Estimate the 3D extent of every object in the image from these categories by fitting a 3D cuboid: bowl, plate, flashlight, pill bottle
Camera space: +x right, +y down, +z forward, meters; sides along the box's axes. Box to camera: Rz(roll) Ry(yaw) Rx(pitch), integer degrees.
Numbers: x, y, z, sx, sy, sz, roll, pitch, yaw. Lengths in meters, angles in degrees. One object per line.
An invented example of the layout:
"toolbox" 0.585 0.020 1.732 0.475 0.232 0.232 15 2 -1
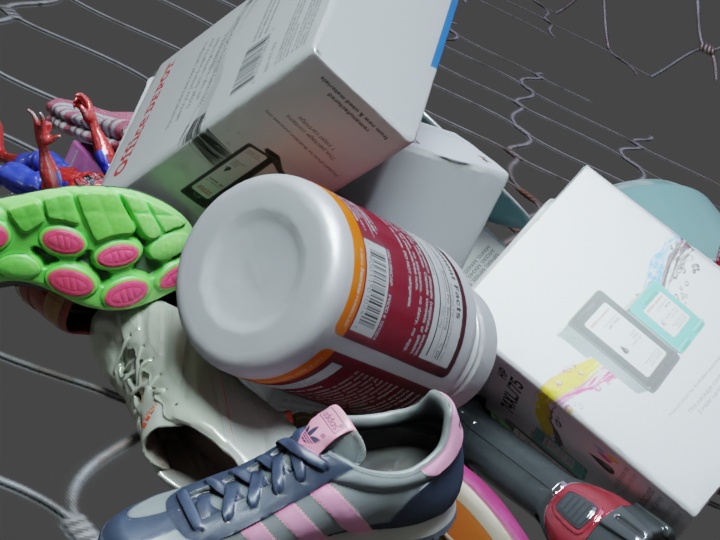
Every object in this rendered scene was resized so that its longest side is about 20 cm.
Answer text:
"bowl" 0.228 -0.003 1.472 0.201 0.201 0.105 13 54 -40
"plate" 0.048 -0.089 1.309 0.200 0.026 0.200 43 2 -1
"flashlight" 0.110 0.140 1.155 0.068 0.068 0.200 -5 30 -43
"pill bottle" -0.005 0.024 1.026 0.113 0.113 0.200 39 8 35

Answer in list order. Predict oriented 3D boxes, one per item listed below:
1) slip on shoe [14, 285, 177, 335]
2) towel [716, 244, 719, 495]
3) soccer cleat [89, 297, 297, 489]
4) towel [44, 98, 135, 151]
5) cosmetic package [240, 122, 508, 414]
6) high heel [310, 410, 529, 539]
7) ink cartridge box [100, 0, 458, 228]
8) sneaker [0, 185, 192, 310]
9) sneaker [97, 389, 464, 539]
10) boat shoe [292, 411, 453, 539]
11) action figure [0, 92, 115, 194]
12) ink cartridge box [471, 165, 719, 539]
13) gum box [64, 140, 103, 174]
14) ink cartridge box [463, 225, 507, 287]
"slip on shoe" -0.124 0.016 1.145 0.200 0.074 0.061 4 33 -41
"towel" 0.300 0.079 1.390 0.022 0.200 0.144 10 -3 45
"soccer cleat" -0.103 0.074 1.009 0.077 0.069 0.200 -15 38 -39
"towel" -0.129 -0.099 1.267 0.146 0.030 0.200 3 9 -26
"cosmetic package" 0.000 0.000 1.149 0.102 0.200 0.074 14 20 -38
"high heel" 0.058 0.134 1.082 0.096 0.068 0.200 -1 19 -41
"ink cartridge box" -0.051 -0.100 1.068 0.084 0.200 0.146 41 41 -22
"sneaker" -0.193 -0.021 1.040 0.200 0.077 0.084 1 18 -6
"sneaker" -0.038 0.105 0.896 0.200 0.082 0.070 -12 39 -28
"boat shoe" 0.008 0.131 1.007 0.071 0.065 0.200 15 21 -36
"action figure" -0.210 -0.083 1.172 0.065 0.099 0.200 -26 35 -35
"ink cartridge box" 0.172 0.065 1.189 0.200 0.146 0.147 39 -17 13
"gum box" -0.119 -0.022 1.265 0.200 0.066 0.113 12 21 -41
"ink cartridge box" 0.030 -0.031 1.353 0.200 0.084 0.145 43 -1 -5
